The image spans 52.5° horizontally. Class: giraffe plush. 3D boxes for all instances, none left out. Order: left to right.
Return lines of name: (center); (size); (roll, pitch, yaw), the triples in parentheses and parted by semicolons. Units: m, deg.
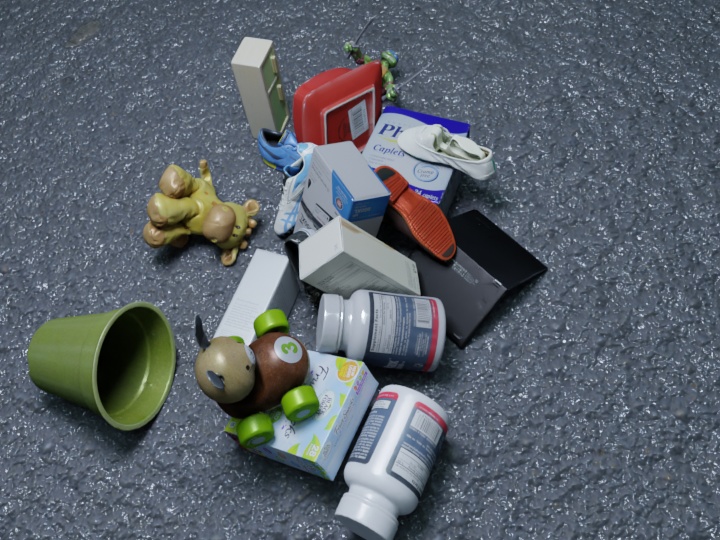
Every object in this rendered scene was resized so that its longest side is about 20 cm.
giraffe plush: (-0.285, -0.096, 1.370); (0.160, 0.176, 0.200); (29, 30, 12)

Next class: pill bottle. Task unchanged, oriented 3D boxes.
pill bottle: (0.030, 0.094, 1.178); (0.194, 0.121, 0.122); (7, 56, -10)
pill bottle: (0.043, 0.287, 1.076); (0.117, 0.121, 0.203); (19, 62, 18)

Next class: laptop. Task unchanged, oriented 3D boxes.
laptop: (0.194, 0.007, 1.309); (0.187, 0.115, 0.202); (42, 99, 29)

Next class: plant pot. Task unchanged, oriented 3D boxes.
plant pot: (-0.440, 0.150, 1.210); (0.185, 0.202, 0.204); (2, 56, 24)

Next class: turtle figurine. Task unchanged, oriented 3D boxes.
turtle figurine: (0.009, -0.394, 1.492); (0.195, 0.143, 0.200); (-50, 20, -3)

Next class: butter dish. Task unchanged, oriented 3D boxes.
butter dish: (-0.064, -0.303, 1.399); (0.197, 0.203, 0.147); (-31, 52, -27)

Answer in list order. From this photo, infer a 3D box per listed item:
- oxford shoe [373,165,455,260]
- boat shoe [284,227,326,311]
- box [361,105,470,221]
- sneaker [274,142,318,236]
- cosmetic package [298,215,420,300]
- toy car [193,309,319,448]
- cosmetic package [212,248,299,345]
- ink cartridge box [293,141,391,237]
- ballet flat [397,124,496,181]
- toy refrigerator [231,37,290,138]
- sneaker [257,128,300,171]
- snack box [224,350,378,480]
oxford shoe: (0.089, -0.093, 1.280); (0.071, 0.073, 0.201); (-38, 84, -26)
boat shoe: (-0.073, 0.027, 1.250); (0.056, 0.068, 0.204); (-25, 89, -50)
box: (0.097, -0.193, 1.392); (0.179, 0.106, 0.203); (16, 60, 16)
sneaker: (-0.122, -0.150, 1.348); (0.071, 0.202, 0.073); (21, 35, -14)
cosmetic package: (0.000, 0.000, 1.214); (0.104, 0.198, 0.073); (-30, 49, 30)
toy car: (-0.170, 0.133, 1.035); (0.155, 0.200, 0.167); (-30, 60, 7)
cosmetic package: (-0.178, 0.078, 1.255); (0.069, 0.102, 0.203); (13, 59, 16)
ink cartridge box: (-0.038, -0.097, 1.281); (0.082, 0.203, 0.146); (-13, 51, -31)
ballet flat: (0.155, -0.225, 1.305); (0.197, 0.070, 0.070); (26, 64, 20)
toy refrigerator: (-0.196, -0.362, 1.478); (0.068, 0.202, 0.077); (11, 58, 14)
sneaker: (-0.122, -0.231, 1.460); (0.196, 0.079, 0.067); (23, 60, 18)
snack box: (-0.092, 0.213, 1.141); (0.196, 0.068, 0.171); (6, 56, 36)
